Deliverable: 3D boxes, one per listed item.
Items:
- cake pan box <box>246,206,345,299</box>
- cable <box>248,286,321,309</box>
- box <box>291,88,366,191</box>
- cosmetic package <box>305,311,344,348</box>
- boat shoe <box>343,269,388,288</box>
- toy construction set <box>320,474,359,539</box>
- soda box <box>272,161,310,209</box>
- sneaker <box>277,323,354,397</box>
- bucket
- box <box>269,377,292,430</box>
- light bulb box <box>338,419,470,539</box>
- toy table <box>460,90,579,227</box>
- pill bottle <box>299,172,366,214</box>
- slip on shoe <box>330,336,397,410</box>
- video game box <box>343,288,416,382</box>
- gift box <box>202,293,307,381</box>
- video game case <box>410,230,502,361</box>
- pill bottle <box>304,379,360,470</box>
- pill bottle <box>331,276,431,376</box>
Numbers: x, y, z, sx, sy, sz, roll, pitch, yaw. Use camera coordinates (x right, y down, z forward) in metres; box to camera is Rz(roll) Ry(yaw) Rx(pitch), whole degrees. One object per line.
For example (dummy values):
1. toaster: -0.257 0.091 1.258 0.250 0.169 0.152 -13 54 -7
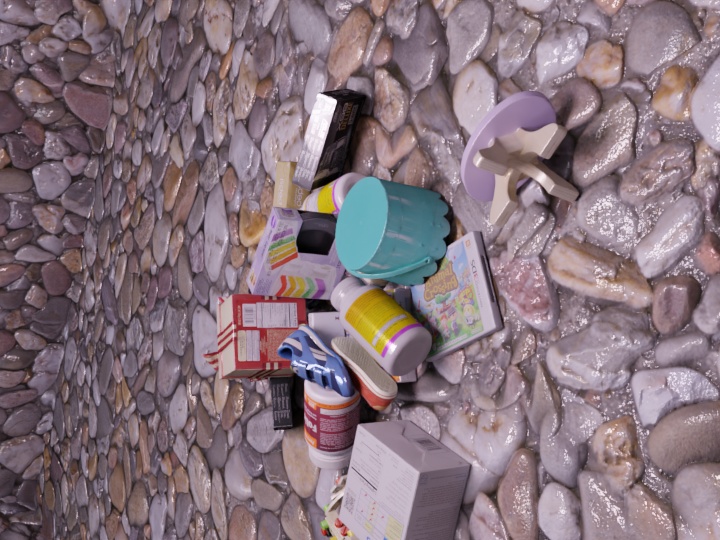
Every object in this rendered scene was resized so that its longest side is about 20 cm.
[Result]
1. cake pan box: -0.111 -0.034 1.713 0.200 0.184 0.052 -65 35 31
2. cable: -0.158 0.043 1.888 0.200 0.163 0.051 150 129 -68
3. box: -0.066 -0.278 1.802 0.050 0.158 0.200 24 111 15
4. cosmetic package: -0.099 0.143 1.850 0.200 0.071 0.102 165 104 -68
5. boat shoe: 0.000 0.000 1.763 0.200 0.072 0.065 44 128 52
6. toy construction set: -0.029 0.521 1.739 0.131 0.092 0.200 93 163 -46
7. soda box: -0.163 -0.155 2.016 0.068 0.064 0.200 12 98 56
8. sneaker: -0.085 0.189 1.669 0.200 0.082 0.074 39 150 40
9. bucket: 0.054 -0.074 1.606 0.207 0.135 0.207 -28 56 52
10. box: -0.186 0.263 1.971 0.160 0.043 0.200 113 153 -76
11. light bulb box: 0.076 0.406 1.566 0.198 0.125 0.200 28 111 52
12. toy table: 0.245 -0.168 1.341 0.117 0.184 0.200 -104 26 -51
13. pill bottle: -0.056 -0.131 1.821 0.200 0.104 0.104 -22 70 54
14. slip on shoe: 0.000 0.197 1.670 0.200 0.074 0.061 46 128 40
15. video game box: 0.031 0.139 1.724 0.200 0.047 0.182 -17 76 54
16. gift box: -0.226 0.134 1.817 0.187 0.200 0.185 145 128 -67
17. video game case: 0.166 0.050 1.554 0.200 0.022 0.182 -35 59 49
18. pill bottle: -0.058 0.301 1.745 0.114 0.114 0.200 46 142 47
19. pill bottle: 0.032 0.097 1.590 0.200 0.104 0.104 43 123 34
